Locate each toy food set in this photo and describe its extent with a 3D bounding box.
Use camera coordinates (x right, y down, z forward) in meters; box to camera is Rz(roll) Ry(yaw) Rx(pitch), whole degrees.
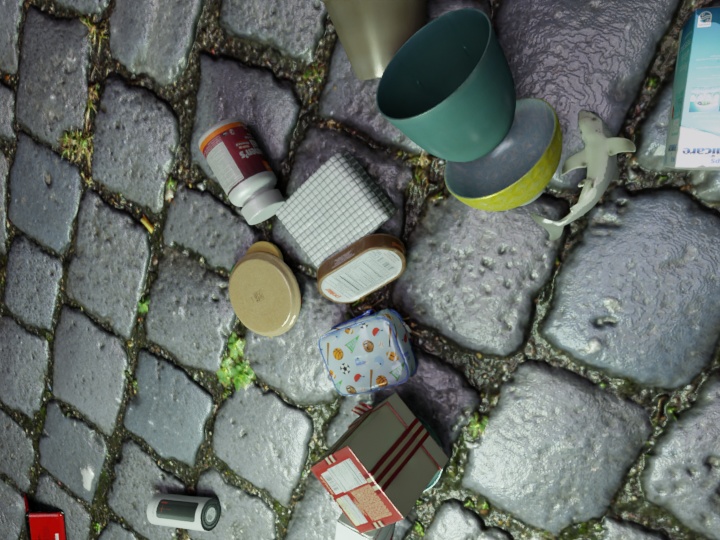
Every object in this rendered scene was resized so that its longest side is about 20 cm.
[{"bbox_3d":[-0.217,0.052,1.154,0.200,0.049,0.198,49,116,7],"label":"toy food set"}]

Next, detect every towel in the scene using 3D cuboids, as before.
[{"bbox_3d":[-0.047,-0.115,1.021,0.200,0.086,0.166,-39,91,31],"label":"towel"}]

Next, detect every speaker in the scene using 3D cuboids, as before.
[{"bbox_3d":[-0.479,0.653,1.389,0.198,0.081,0.082,-7,98,26],"label":"speaker"}]

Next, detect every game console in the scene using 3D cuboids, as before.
[{"bbox_3d":[-1.068,0.873,1.741,0.170,0.119,0.202,2,105,-8],"label":"game console"}]

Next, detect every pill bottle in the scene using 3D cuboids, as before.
[{"bbox_3d":[-0.245,-0.205,1.076,0.109,0.109,0.201,-33,87,27],"label":"pill bottle"}]

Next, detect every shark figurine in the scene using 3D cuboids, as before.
[{"bbox_3d":[0.378,-0.140,0.828,0.128,0.089,0.216,33,108,51],"label":"shark figurine"}]

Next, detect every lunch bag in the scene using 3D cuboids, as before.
[{"bbox_3d":[0.016,0.165,1.059,0.199,0.075,0.162,-21,90,28],"label":"lunch bag"}]

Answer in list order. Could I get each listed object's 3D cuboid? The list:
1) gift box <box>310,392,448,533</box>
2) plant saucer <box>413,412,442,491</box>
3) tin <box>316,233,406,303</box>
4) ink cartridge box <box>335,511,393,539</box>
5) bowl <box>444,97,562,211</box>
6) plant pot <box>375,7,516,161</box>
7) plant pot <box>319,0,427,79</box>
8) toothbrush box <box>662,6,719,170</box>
[{"bbox_3d":[0.030,0.364,0.999,0.185,0.186,0.200,54,136,3],"label":"gift box"},{"bbox_3d":[0.085,0.376,1.094,0.198,0.036,0.202,6,104,24],"label":"plant saucer"},{"bbox_3d":[0.000,0.000,1.013,0.199,0.042,0.112,-31,127,27],"label":"tin"},{"bbox_3d":[0.013,0.552,1.082,0.083,0.145,0.202,18,122,22],"label":"ink cartridge box"},{"bbox_3d":[0.250,-0.170,0.846,0.199,0.201,0.107,-32,129,27],"label":"bowl"},{"bbox_3d":[0.149,-0.268,0.806,0.199,0.161,0.202,-24,48,30],"label":"plant pot"},{"bbox_3d":[0.033,-0.428,0.873,0.198,0.200,0.175,0,119,24],"label":"plant pot"},{"bbox_3d":[0.486,-0.243,0.713,0.085,0.146,0.202,5,104,24],"label":"toothbrush box"}]
